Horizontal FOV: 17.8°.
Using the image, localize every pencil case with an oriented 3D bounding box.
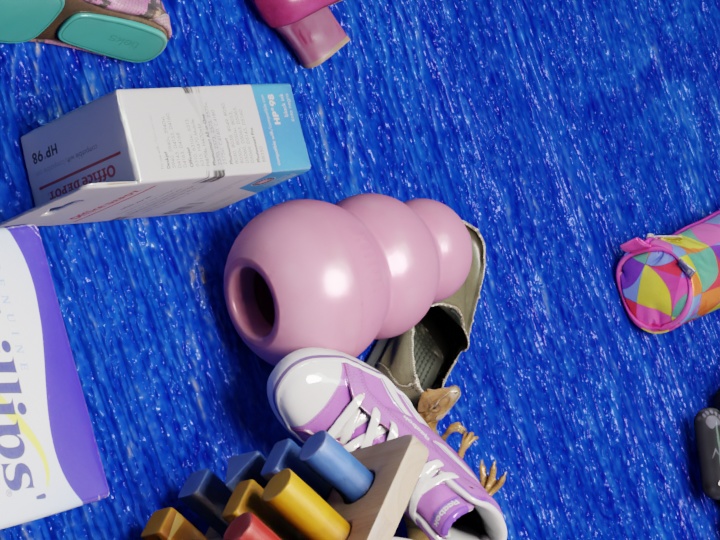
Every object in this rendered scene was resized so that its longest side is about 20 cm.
[{"bbox_3d":[0.306,-0.009,2.011,0.200,0.088,0.089,-18,89,-47],"label":"pencil case"}]

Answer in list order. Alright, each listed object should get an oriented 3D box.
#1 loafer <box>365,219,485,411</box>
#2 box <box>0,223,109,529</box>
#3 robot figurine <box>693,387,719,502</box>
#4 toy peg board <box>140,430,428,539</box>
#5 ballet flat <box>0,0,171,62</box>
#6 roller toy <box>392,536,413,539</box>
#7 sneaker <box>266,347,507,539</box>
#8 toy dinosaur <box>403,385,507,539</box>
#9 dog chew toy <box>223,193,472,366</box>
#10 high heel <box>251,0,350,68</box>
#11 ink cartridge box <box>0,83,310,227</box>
[{"bbox_3d":[0.061,0.040,1.768,0.075,0.069,0.201,39,53,-28],"label":"loafer"},{"bbox_3d":[-0.278,0.078,1.406,0.199,0.105,0.185,-12,85,-46],"label":"box"},{"bbox_3d":[0.367,0.159,1.986,0.125,0.149,0.201,58,30,-68],"label":"robot figurine"},{"bbox_3d":[-0.084,0.182,1.489,0.098,0.200,0.200,44,51,-23],"label":"toy peg board"},{"bbox_3d":[-0.216,-0.191,1.594,0.199,0.069,0.071,6,54,-47],"label":"ballet flat"},{"bbox_3d":[0.002,0.284,1.580,0.182,0.140,0.201,8,63,-34],"label":"roller toy"},{"bbox_3d":[0.028,0.130,1.593,0.200,0.114,0.073,37,93,-27],"label":"sneaker"},{"bbox_3d":[0.051,0.178,1.724,0.106,0.060,0.201,-4,103,-45],"label":"toy dinosaur"},{"bbox_3d":[0.000,0.000,1.674,0.199,0.124,0.125,-16,87,-36],"label":"dog chew toy"},{"bbox_3d":[-0.002,-0.253,1.782,0.200,0.067,0.096,-49,120,-25],"label":"high heel"},{"bbox_3d":[-0.147,-0.079,1.576,0.199,0.116,0.067,-7,81,-45],"label":"ink cartridge box"}]
